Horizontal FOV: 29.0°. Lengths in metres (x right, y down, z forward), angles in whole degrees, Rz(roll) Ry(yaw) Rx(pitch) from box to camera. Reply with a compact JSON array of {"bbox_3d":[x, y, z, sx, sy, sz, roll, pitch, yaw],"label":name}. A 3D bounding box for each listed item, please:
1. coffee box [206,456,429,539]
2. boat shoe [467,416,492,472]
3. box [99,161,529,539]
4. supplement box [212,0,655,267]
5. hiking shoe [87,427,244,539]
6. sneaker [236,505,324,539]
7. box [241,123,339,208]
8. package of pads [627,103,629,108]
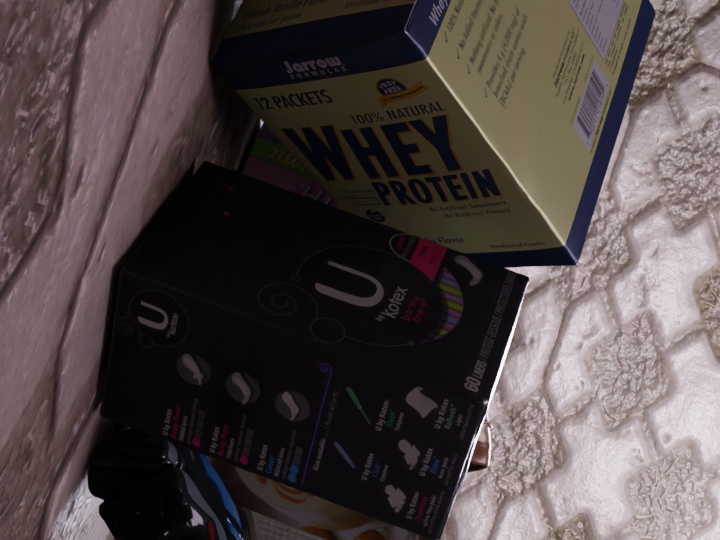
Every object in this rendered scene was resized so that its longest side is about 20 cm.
[{"bbox_3d":[-0.031,0.096,0.870,0.080,0.198,0.115,-62,169,-49],"label":"coffee box"},{"bbox_3d":[-0.003,0.127,0.970,0.076,0.198,0.072,72,5,-70],"label":"boat shoe"},{"bbox_3d":[-0.024,0.040,0.759,0.123,0.198,0.107,-63,170,-54],"label":"box"},{"bbox_3d":[0.053,-0.137,0.811,0.200,0.133,0.201,47,53,-40],"label":"supplement box"},{"bbox_3d":[-0.082,0.179,0.793,0.202,0.074,0.087,71,17,5],"label":"hiking shoe"},{"bbox_3d":[-0.074,0.226,1.108,0.201,0.072,0.115,58,-41,42],"label":"sneaker"},{"bbox_3d":[0.000,0.000,0.987,0.200,0.175,0.097,91,20,-71],"label":"box"},{"bbox_3d":[0.103,-0.110,1.084,0.200,0.154,0.068,-44,174,-35],"label":"package of pads"}]
